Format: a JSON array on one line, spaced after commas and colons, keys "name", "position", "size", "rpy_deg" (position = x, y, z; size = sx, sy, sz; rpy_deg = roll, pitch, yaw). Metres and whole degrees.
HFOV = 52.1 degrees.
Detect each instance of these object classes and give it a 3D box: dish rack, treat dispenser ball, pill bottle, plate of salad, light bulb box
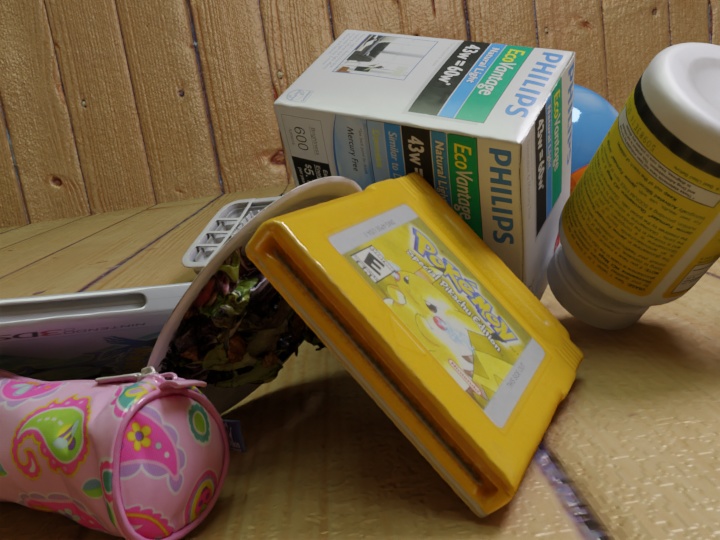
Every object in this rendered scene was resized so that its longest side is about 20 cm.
[{"name": "dish rack", "position": [-0.145, -0.046, 1.079], "size": [0.199, 0.044, 0.172], "rpy_deg": [-3, 37, 25]}, {"name": "treat dispenser ball", "position": [0.223, -0.122, 0.880], "size": [0.199, 0.202, 0.201], "rpy_deg": [-8, 11, 2]}, {"name": "pill bottle", "position": [0.212, -0.048, 0.527], "size": [0.112, 0.201, 0.113], "rpy_deg": [8, 50, -10]}, {"name": "plate of salad", "position": [-0.055, 0.030, 0.478], "size": [0.048, 0.201, 0.200], "rpy_deg": [38, 32, 18]}, {"name": "light bulb box", "position": [0.061, -0.075, 0.612], "size": [0.199, 0.199, 0.125], "rpy_deg": [14, 50, 26]}]

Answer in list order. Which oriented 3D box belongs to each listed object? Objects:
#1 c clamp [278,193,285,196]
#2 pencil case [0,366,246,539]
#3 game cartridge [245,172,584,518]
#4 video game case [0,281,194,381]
[{"name": "c clamp", "position": [-0.146, -0.208, 2.024], "size": [0.199, 0.027, 0.171], "rpy_deg": [0, 14, 35]}, {"name": "pencil case", "position": [-0.165, 0.094, 0.406], "size": [0.199, 0.088, 0.087], "rpy_deg": [-3, 12, 32]}, {"name": "game cartridge", "position": [0.049, 0.021, 0.433], "size": [0.032, 0.176, 0.200], "rpy_deg": [-47, -9, 30]}, {"name": "video game case", "position": [-0.204, 0.056, 0.513], "size": [0.181, 0.022, 0.200], "rpy_deg": [-5, -18, -24]}]
